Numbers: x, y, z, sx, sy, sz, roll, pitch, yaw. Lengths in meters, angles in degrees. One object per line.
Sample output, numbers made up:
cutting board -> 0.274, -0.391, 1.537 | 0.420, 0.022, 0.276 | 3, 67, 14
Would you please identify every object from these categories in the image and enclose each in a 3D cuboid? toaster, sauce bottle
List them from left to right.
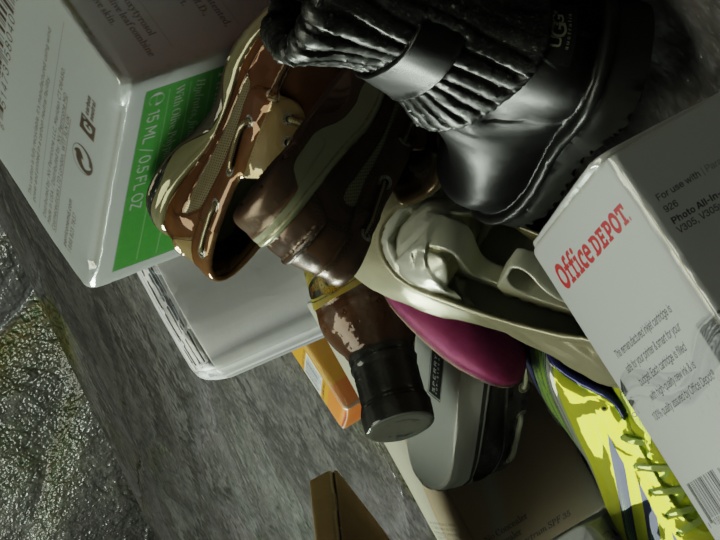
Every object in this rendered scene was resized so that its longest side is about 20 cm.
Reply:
toaster -> -0.078, -0.012, 1.504 | 0.200, 0.129, 0.114 | 62, -165, -9
sauce bottle -> 0.000, 0.000, 1.247 | 0.065, 0.065, 0.200 | 91, 164, -63

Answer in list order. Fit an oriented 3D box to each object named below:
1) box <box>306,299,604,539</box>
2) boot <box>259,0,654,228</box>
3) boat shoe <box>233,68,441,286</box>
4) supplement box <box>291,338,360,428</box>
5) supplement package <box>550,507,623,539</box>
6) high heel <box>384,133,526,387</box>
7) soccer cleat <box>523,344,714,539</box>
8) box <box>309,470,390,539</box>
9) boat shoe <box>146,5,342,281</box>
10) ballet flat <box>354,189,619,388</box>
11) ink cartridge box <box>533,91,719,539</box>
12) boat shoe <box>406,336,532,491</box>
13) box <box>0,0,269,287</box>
box -> 0.059, 0.081, 1.350 | 0.200, 0.095, 0.078 | 60, 165, -4
boot -> 0.028, -0.090, 0.987 | 0.211, 0.157, 0.080 | 127, 152, -67
boat shoe -> 0.009, -0.063, 1.098 | 0.075, 0.202, 0.075 | 40, 138, -6
supplement box -> -0.038, 0.013, 1.597 | 0.200, 0.066, 0.069 | 58, 168, 12
supplement package -> 0.130, 0.246, 1.192 | 0.192, 0.147, 0.200 | 57, -170, 8
high heel -> 0.050, -0.034, 1.164 | 0.096, 0.067, 0.200 | -57, 43, 33
soccer cleat -> 0.151, 0.091, 1.118 | 0.200, 0.065, 0.084 | 54, 159, 20
box -> 0.026, 0.224, 1.251 | 0.164, 0.021, 0.200 | 55, -170, -22
boat shoe -> -0.045, -0.075, 1.218 | 0.200, 0.076, 0.074 | -55, 54, 32
ballet flat -> 0.070, -0.002, 1.095 | 0.200, 0.070, 0.070 | 21, 150, 20
ink cartridge box -> 0.169, 0.035, 0.903 | 0.200, 0.084, 0.146 | 58, 165, 8
boat shoe -> 0.073, 0.035, 1.250 | 0.071, 0.064, 0.201 | 46, 137, 45
box -> -0.131, -0.140, 1.322 | 0.200, 0.171, 0.199 | 53, 148, 25
